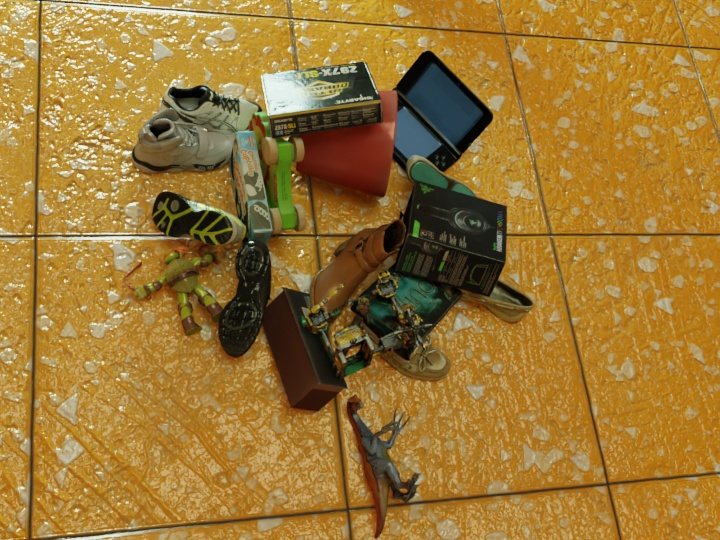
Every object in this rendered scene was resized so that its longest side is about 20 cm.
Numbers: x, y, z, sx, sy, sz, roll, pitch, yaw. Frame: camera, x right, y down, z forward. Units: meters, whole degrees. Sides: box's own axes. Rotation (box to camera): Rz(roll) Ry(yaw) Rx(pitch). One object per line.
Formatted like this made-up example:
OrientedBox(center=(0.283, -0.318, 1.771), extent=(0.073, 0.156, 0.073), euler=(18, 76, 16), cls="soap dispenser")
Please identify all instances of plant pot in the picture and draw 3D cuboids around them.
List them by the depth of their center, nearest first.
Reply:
OrientedBox(center=(-0.029, -0.248, 1.627), extent=(0.175, 0.201, 0.202), euler=(6, 64, -2), cls="plant pot")

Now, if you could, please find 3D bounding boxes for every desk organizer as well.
OrientedBox(center=(-0.101, 0.135, 1.484), extent=(0.071, 0.077, 0.201), euler=(17, 40, -45), cls="desk organizer")

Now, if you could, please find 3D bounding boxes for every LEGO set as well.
OrientedBox(center=(0.008, 0.082, 1.415), extent=(0.198, 0.116, 0.155), euler=(-15, 70, -10), cls="LEGO set")

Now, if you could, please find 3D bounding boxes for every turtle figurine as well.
OrientedBox(center=(-0.293, 0.019, 1.488), extent=(0.199, 0.064, 0.162), euler=(-26, 76, -25), cls="turtle figurine")

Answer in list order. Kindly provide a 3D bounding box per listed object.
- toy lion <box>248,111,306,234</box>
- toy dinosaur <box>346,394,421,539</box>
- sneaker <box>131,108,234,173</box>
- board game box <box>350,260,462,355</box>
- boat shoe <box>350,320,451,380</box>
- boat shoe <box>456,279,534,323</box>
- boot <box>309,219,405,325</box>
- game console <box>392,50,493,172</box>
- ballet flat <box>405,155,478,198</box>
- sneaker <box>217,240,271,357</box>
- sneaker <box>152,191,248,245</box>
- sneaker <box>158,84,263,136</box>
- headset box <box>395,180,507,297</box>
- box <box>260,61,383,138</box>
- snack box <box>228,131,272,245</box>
OrientedBox(center=(-0.163, -0.183, 1.570), extent=(0.068, 0.191, 0.202), euler=(-9, 110, -23), cls="toy lion")
OrientedBox(center=(0.020, 0.304, 1.445), extent=(0.181, 0.105, 0.200), euler=(35, 73, 24), cls="toy dinosaur")
OrientedBox(center=(-0.314, -0.235, 1.566), extent=(0.198, 0.115, 0.076), euler=(-10, 70, -20), cls="sneaker")
OrientedBox(center=(0.087, 0.055, 1.560), extent=(0.135, 0.028, 0.200), euler=(37, 42, 10), cls="board game box")
OrientedBox(center=(0.075, 0.136, 1.545), extent=(0.198, 0.063, 0.074), euler=(23, 62, -5), cls="boat shoe")
OrientedBox(center=(0.233, 0.030, 1.639), extent=(0.200, 0.063, 0.074), euler=(31, 62, -1), cls="boat shoe")
OrientedBox(center=(0.000, 0.000, 1.519), extent=(0.077, 0.155, 0.201), euler=(47, 48, -19), cls="boot")
OrientedBox(center=(0.129, -0.305, 1.728), extent=(0.200, 0.117, 0.176), euler=(46, 62, 7), cls="game console")
OrientedBox(center=(0.164, -0.157, 1.694), extent=(0.200, 0.069, 0.070), euler=(39, 59, -21), cls="ballet flat")
OrientedBox(center=(-0.187, 0.055, 1.485), extent=(0.075, 0.091, 0.202), euler=(12, 75, 11), cls="sneaker")
OrientedBox(center=(-0.285, -0.083, 1.514), extent=(0.199, 0.076, 0.076), euler=(24, 96, 30), cls="sneaker")
OrientedBox(center=(-0.276, -0.305, 1.625), extent=(0.198, 0.088, 0.076), euler=(-3, 66, -19), cls="sneaker")
OrientedBox(center=(0.164, -0.064, 1.606), extent=(0.198, 0.093, 0.175), euler=(16, 41, -2), cls="headset box")
OrientedBox(center=(-0.071, -0.305, 1.527), extent=(0.198, 0.050, 0.160), euler=(-8, 37, -5), cls="box")
OrientedBox(center=(-0.200, -0.134, 1.554), extent=(0.037, 0.116, 0.202), euler=(-5, 68, -18), cls="snack box")
